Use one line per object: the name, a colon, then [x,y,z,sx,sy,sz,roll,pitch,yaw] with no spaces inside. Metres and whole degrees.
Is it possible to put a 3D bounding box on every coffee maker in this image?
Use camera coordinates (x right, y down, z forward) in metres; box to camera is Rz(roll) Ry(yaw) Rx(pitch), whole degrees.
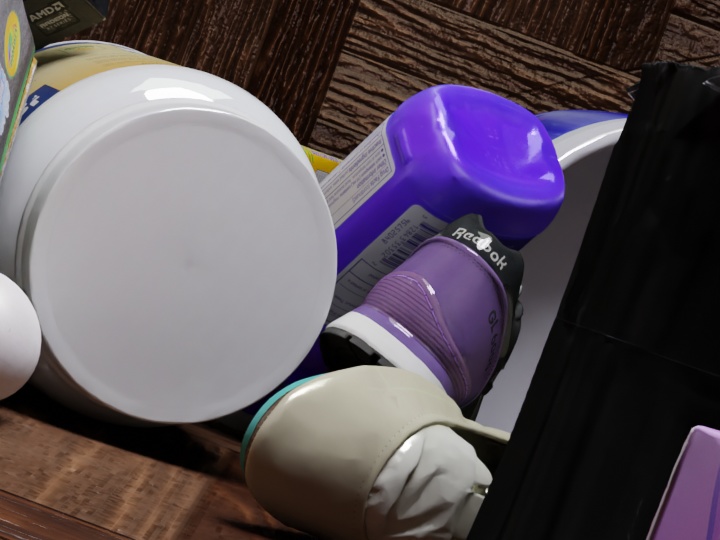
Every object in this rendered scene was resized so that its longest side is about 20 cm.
coffee maker: [0.110,0.039,0.948,0.134,0.201,0.192,19,-1,19]

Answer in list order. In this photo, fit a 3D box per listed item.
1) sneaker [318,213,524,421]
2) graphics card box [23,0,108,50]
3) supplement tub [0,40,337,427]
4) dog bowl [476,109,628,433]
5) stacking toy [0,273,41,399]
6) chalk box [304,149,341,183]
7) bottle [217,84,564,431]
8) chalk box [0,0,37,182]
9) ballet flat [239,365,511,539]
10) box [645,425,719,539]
sneaker: [0.035,0.039,1.175,0.076,0.088,0.200,40,-15,8]
graphics card box: [-0.206,-0.153,1.138,0.125,0.051,0.200,-20,-42,25]
supplement tub: [-0.096,-0.016,1.162,0.144,0.145,0.200,20,2,-20]
dog bowl: [0.112,0.027,1.320,0.200,0.201,0.079,19,0,-29]
stacking toy: [-0.178,-0.014,0.971,0.146,0.146,0.200,22,-13,41]
chalk box: [-0.123,-0.037,1.556,0.200,0.125,0.124,22,3,22]
bottle: [0.000,0.000,1.232,0.083,0.200,0.065,12,49,-37]
chalk box: [-0.198,-0.086,1.050,0.123,0.200,0.125,-4,37,9]
ballet flat: [0.032,0.079,1.047,0.069,0.070,0.200,22,3,31]
box: [0.202,0.134,0.822,0.200,0.097,0.176,21,2,43]
